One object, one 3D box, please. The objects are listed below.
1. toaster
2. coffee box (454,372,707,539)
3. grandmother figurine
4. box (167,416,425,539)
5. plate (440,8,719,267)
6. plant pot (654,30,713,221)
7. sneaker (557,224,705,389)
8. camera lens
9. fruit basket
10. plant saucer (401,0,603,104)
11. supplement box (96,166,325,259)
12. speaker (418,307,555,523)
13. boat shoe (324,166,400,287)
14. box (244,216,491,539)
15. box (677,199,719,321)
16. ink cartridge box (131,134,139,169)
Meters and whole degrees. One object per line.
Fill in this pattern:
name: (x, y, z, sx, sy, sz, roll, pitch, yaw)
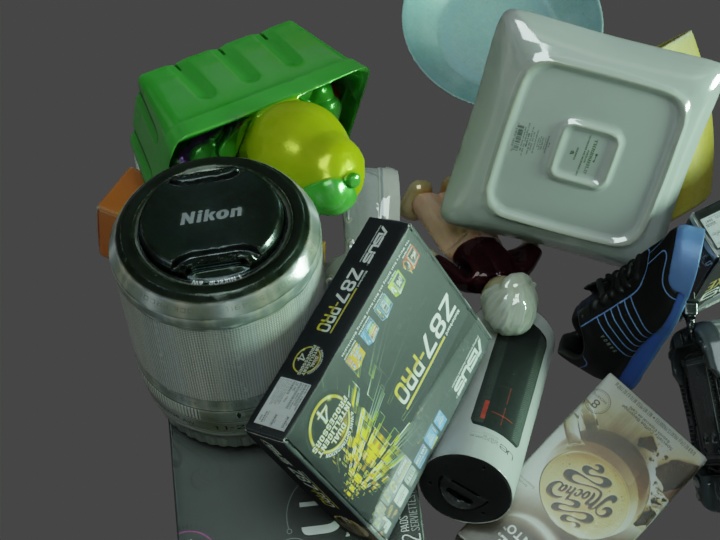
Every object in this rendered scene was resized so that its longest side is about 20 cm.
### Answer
toaster: (0.351, 0.111, 1.286, 0.129, 0.114, 0.201, -9, 82, -9)
coffee box: (0.185, 0.203, 1.272, 0.113, 0.080, 0.200, 42, 73, 14)
grandmother figurine: (0.107, -0.013, 1.328, 0.121, 0.061, 0.200, -16, 40, -9)
box: (-0.054, 0.195, 1.248, 0.199, 0.124, 0.149, -6, 67, -3)
plate: (0.188, -0.102, 1.256, 0.199, 0.200, 0.032, 14, 25, -5)
plant pot: (0.245, -0.110, 1.358, 0.200, 0.200, 0.142, -30, 94, -12)
sneaker: (0.232, 0.028, 1.283, 0.078, 0.200, 0.070, 20, 46, 2)
camera lens: (-0.105, 0.023, 1.160, 0.159, 0.200, 0.160, -2, 50, 2)
fruit basket: (-0.073, -0.099, 1.250, 0.215, 0.156, 0.216, 7, 54, -10)
plant saucer: (0.140, -0.241, 1.475, 0.200, 0.039, 0.202, 0, 68, 0)
supplement box: (-0.132, -0.020, 1.314, 0.199, 0.069, 0.067, 22, 47, 12)
speaker: (0.110, 0.119, 1.263, 0.081, 0.081, 0.200, 18, 41, 6)
boat shoe: (0.000, 0.000, 1.349, 0.068, 0.072, 0.201, 2, 79, 0)
box: (0.012, 0.085, 1.146, 0.049, 0.161, 0.200, 11, 60, 38)
box: (0.374, -0.040, 1.334, 0.200, 0.158, 0.050, -25, 70, -11)
ink cartridge box: (-0.114, -0.097, 1.413, 0.199, 0.037, 0.095, -10, 69, -3)
